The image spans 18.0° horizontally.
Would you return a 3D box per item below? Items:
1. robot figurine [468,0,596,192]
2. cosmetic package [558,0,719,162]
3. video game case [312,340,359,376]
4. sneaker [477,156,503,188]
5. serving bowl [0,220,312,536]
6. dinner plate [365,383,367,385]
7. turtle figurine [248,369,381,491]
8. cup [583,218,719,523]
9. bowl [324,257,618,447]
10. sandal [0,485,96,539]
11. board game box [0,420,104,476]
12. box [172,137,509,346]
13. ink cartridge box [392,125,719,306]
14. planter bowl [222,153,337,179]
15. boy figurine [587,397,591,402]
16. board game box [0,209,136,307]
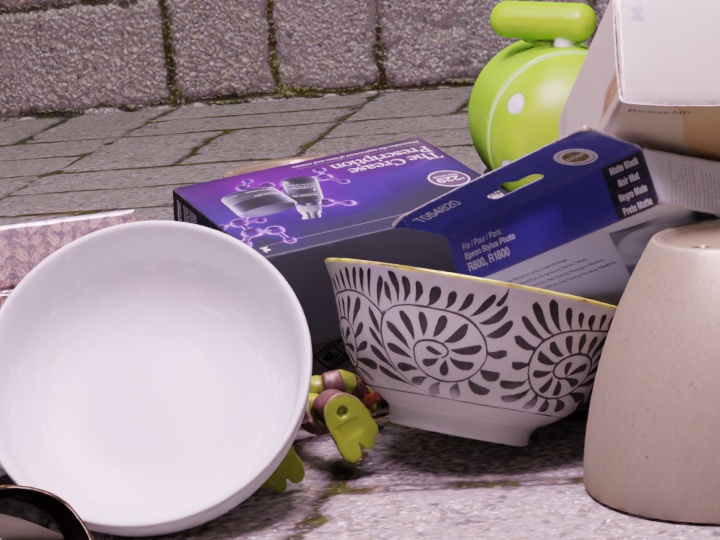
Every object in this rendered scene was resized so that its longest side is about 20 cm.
[{"bbox_3d":[0.140,-0.102,1.601,0.115,0.177,0.200,0,13,-5],"label":"robot figurine"},{"bbox_3d":[0.186,-0.097,1.388,0.104,0.072,0.200,0,-17,-3],"label":"cosmetic package"},{"bbox_3d":[0.000,0.000,1.671,0.199,0.024,0.182,-33,42,-21],"label":"video game case"},{"bbox_3d":[0.119,-0.045,1.740,0.073,0.201,0.079,11,23,16],"label":"sneaker"},{"bbox_3d":[-0.124,0.072,1.358,0.199,0.201,0.066,-5,-28,3],"label":"serving bowl"},{"bbox_3d":[-0.021,0.026,1.687,0.199,0.024,0.201,-8,43,7],"label":"dinner plate"},{"bbox_3d":[-0.045,0.087,1.456,0.199,0.065,0.161,-9,11,-18],"label":"turtle figurine"},{"bbox_3d":[0.223,0.048,1.314,0.199,0.144,0.200,-5,10,1],"label":"cup"},{"bbox_3d":[0.067,0.055,1.408,0.199,0.095,0.201,11,-3,1],"label":"bowl"},{"bbox_3d":[-0.186,0.147,1.237,0.081,0.055,0.199,-13,13,-37],"label":"sandal"},{"bbox_3d":[-0.222,0.098,1.471,0.199,0.026,0.200,-24,19,-21],"label":"board game box"},{"bbox_3d":[-0.010,-0.020,1.563,0.199,0.079,0.141,-14,30,-26],"label":"box"},{"bbox_3d":[0.155,-0.025,1.423,0.199,0.041,0.199,10,-21,-33],"label":"ink cartridge box"},{"bbox_3d":[-0.046,-0.020,1.836,0.199,0.136,0.200,-5,10,1],"label":"planter bowl"},{"bbox_3d":[0.146,0.057,1.526,0.199,0.065,0.124,7,19,38],"label":"boy figurine"},{"bbox_3d":[-0.247,0.020,1.714,0.158,0.098,0.200,-8,-3,-11],"label":"board game box"}]
